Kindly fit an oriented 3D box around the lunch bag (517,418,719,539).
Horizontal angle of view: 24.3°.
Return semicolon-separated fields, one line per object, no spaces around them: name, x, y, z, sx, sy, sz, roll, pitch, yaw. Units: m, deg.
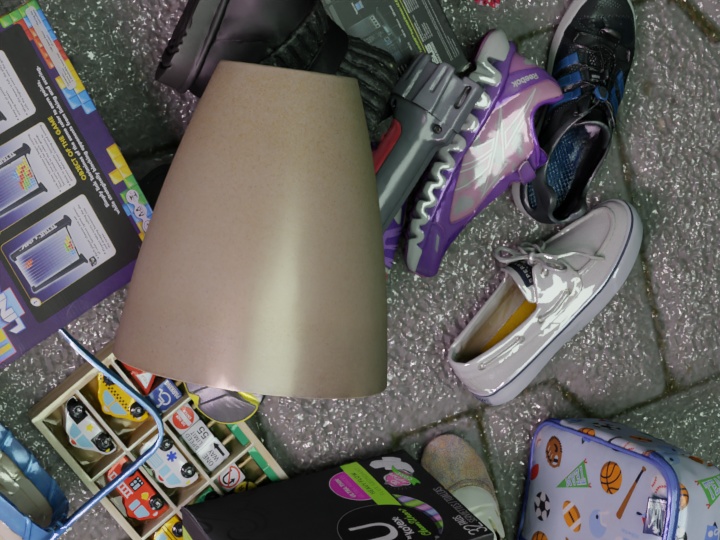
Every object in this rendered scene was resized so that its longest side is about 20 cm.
lunch bag;0.207;0.211;1.351;0.075;0.200;0.162;6;97;-30

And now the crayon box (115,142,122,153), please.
crayon box;-0.283;-0.113;1.187;0.127;0.051;0.200;-46;112;-8

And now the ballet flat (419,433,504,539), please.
ballet flat;0.097;0.234;1.385;0.067;0.067;0.202;-18;105;-17

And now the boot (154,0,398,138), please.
boot;-0.034;-0.186;1.181;0.157;0.080;0.212;25;102;-15

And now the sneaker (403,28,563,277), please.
sneaker;0.098;-0.083;1.309;0.088;0.080;0.202;24;91;-5

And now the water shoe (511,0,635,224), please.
water shoe;0.186;-0.131;1.344;0.071;0.079;0.202;15;94;-22

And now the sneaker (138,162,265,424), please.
sneaker;-0.121;0.019;1.266;0.074;0.085;0.202;-17;85;8

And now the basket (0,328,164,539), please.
basket;-0.261;0.124;1.184;0.176;0.139;0.200;43;88;-7

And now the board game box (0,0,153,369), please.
board game box;-0.242;-0.054;1.126;0.165;0.057;0.201;-35;105;-30

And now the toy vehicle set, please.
toy vehicle set;-0.148;0.145;1.299;0.124;0.026;0.201;-40;111;-10

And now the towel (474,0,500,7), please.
towel;0.055;-0.308;1.250;0.199;0.022;0.146;36;63;-35

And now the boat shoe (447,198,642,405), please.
boat shoe;0.141;0.009;1.354;0.202;0.075;0.086;-47;129;0

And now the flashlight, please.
flashlight;0.007;-0.066;1.237;0.067;0.068;0.201;32;87;-16

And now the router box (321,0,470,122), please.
router box;-0.028;-0.202;1.259;0.149;0.062;0.201;-32;109;-13

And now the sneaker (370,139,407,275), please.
sneaker;0.000;0.000;1.297;0.080;0.083;0.202;11;95;-22

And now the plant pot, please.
plant pot;-0.059;-0.033;1.110;0.185;0.187;0.202;6;97;-21

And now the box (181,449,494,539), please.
box;-0.019;0.241;1.277;0.198;0.148;0.126;-12;116;-25
